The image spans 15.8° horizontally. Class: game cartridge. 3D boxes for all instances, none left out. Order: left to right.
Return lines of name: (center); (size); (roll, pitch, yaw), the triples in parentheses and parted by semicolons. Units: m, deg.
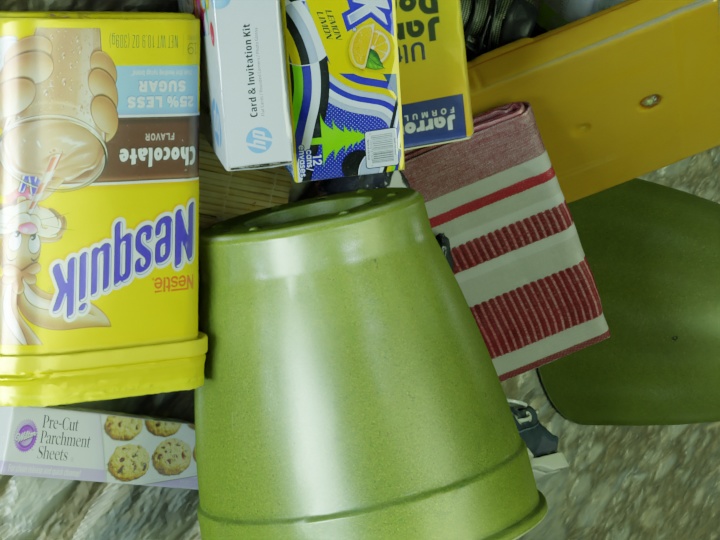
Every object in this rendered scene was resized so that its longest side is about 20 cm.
game cartridge: (0.137, -0.102, 1.666); (0.176, 0.200, 0.032); (73, -2, -60)

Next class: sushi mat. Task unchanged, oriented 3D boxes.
sushi mat: (-0.105, -0.036, 1.498); (0.200, 0.012, 0.096); (9, 90, -54)

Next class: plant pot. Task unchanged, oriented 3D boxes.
plant pot: (-0.010, 0.058, 1.448); (0.200, 0.200, 0.193); (-20, 103, -51)
plant pot: (0.256, 0.031, 1.852); (0.187, 0.200, 0.187); (-13, 106, -52)

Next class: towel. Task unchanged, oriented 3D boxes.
towel: (0.068, -0.007, 1.655); (0.023, 0.144, 0.200); (-107, 175, -52)

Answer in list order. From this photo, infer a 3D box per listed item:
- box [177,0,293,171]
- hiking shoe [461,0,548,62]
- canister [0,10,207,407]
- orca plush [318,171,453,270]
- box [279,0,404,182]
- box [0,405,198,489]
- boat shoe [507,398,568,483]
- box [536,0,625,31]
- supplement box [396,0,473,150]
box: (-0.075, -0.169, 1.410); (0.041, 0.156, 0.200); (-8, 107, -10)
hiking shoe: (0.059, -0.170, 1.626); (0.200, 0.101, 0.076); (21, 77, -54)
canister: (-0.151, -0.036, 1.365); (0.148, 0.087, 0.200); (-5, 99, -43)
orca plush: (0.000, 0.000, 1.584); (0.200, 0.071, 0.105); (62, 44, -55)
box: (-0.018, -0.153, 1.398); (0.064, 0.070, 0.200); (-7, 109, -10)
box: (-0.144, 0.098, 1.447); (0.200, 0.039, 0.041); (13, 85, -54)
boat shoe: (0.086, 0.115, 1.722); (0.062, 0.075, 0.200); (64, 21, 12)
box: (0.181, -0.216, 1.690); (0.122, 0.048, 0.200); (-23, 143, -36)
supplement box: (-0.009, -0.174, 1.491); (0.109, 0.109, 0.200); (-11, 109, -12)
